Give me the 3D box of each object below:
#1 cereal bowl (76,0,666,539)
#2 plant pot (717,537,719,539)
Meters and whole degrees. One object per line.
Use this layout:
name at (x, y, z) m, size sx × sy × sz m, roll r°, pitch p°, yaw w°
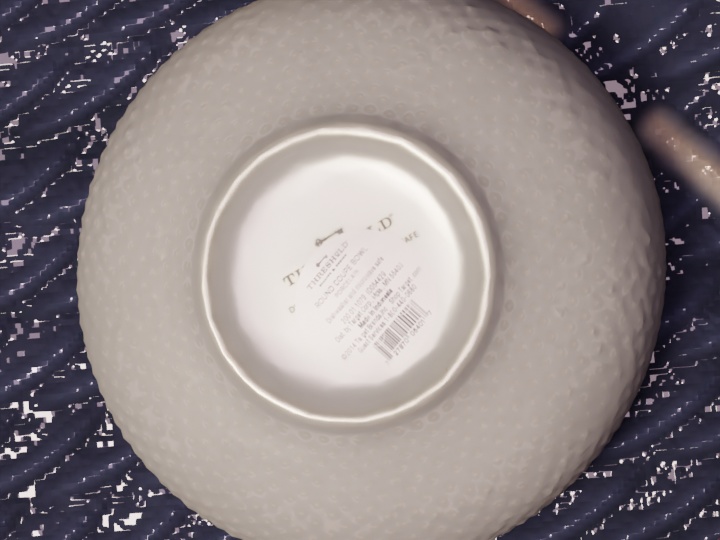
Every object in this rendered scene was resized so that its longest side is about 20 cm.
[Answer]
cereal bowl at (0.000, 0.000, 0.770) m, size 0.199 × 0.083 × 0.201 m, roll 0°, pitch 89°, yaw 7°
plant pot at (0.171, 0.196, 0.706) m, size 0.199 × 0.200 × 0.180 m, roll 18°, pitch 108°, yaw 7°
